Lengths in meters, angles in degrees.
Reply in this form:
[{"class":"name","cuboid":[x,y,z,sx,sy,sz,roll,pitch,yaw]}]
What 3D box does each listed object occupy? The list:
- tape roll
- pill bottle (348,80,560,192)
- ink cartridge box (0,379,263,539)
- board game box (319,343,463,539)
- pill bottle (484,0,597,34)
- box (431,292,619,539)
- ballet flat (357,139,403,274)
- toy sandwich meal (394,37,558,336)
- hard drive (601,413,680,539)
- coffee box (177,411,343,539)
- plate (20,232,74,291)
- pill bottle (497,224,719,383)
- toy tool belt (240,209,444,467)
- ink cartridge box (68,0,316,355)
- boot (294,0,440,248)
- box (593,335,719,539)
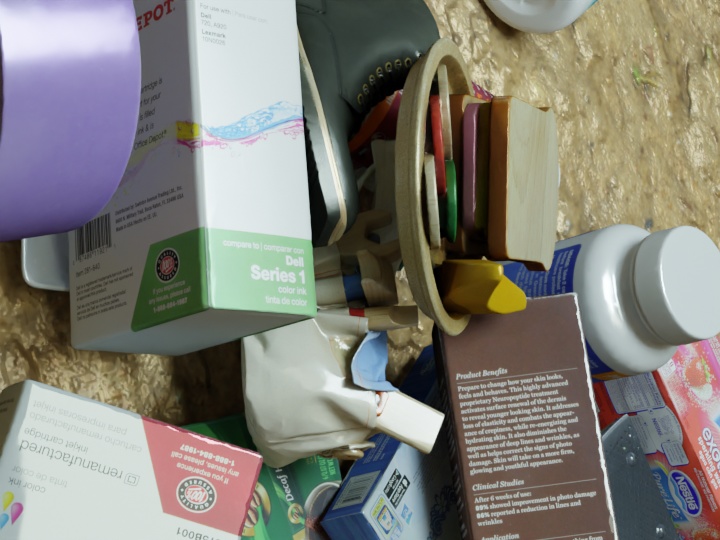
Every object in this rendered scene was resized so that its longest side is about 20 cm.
[{"class":"tape roll","cuboid":[-0.211,-0.115,0.809,0.085,0.199,0.201,-10,86,-42]},{"class":"pill bottle","cuboid":[0.050,-0.097,1.099,0.199,0.109,0.110,28,61,-33]},{"class":"ink cartridge box","cuboid":[-0.154,0.179,0.818,0.145,0.083,0.201,20,75,-18]},{"class":"board game box","cuboid":[0.073,0.185,1.062,0.200,0.043,0.200,58,38,-18]},{"class":"pill bottle","cuboid":[0.188,-0.291,1.273,0.200,0.110,0.111,-43,108,-40]},{"class":"box","cuboid":[0.110,0.123,1.003,0.099,0.075,0.201,-6,76,-3]},{"class":"ballet flat","cuboid":[0.000,0.000,1.034,0.069,0.069,0.201,9,106,-40]},{"class":"toy sandwich meal","cuboid":[0.077,-0.051,0.935,0.205,0.070,0.207,-1,90,-74]},{"class":"hard drive","cuboid":[0.177,0.208,1.120,0.200,0.042,0.136,-39,108,-53]},{"class":"coffee box","cuboid":[-0.095,0.157,0.948,0.199,0.044,0.124,-7,84,-43]},{"class":"plate","cuboid":[-0.139,-0.075,0.976,0.199,0.032,0.202,7,74,-40]},{"class":"pill bottle","cuboid":[0.172,0.029,1.114,0.112,0.199,0.113,12,71,-39]},{"class":"toy tool belt","cuboid":[-0.013,0.024,0.953,0.122,0.125,0.201,-3,66,0]},{"class":"ink cartridge box","cuboid":[-0.106,-0.060,0.882,0.084,0.144,0.202,6,75,-41]},{"class":"boot","cuboid":[0.005,-0.111,0.941,0.137,0.078,0.201,-2,62,-26]},{"class":"box","cuboid":[0.270,0.151,1.239,0.095,0.099,0.201,-34,101,-41]}]
